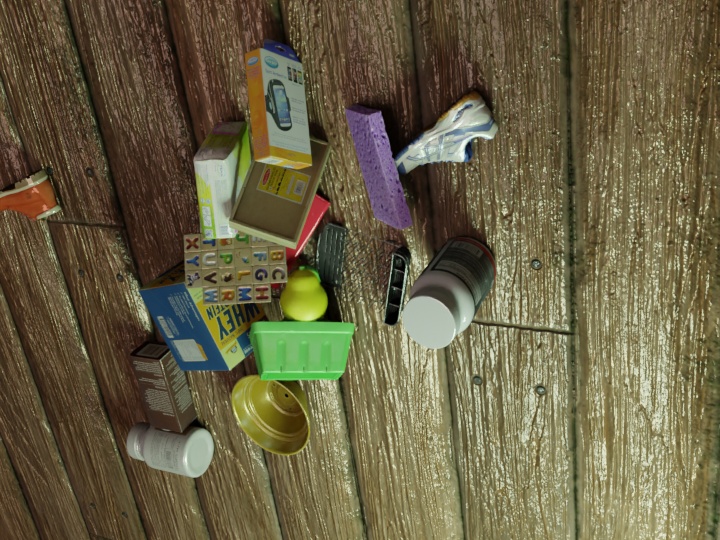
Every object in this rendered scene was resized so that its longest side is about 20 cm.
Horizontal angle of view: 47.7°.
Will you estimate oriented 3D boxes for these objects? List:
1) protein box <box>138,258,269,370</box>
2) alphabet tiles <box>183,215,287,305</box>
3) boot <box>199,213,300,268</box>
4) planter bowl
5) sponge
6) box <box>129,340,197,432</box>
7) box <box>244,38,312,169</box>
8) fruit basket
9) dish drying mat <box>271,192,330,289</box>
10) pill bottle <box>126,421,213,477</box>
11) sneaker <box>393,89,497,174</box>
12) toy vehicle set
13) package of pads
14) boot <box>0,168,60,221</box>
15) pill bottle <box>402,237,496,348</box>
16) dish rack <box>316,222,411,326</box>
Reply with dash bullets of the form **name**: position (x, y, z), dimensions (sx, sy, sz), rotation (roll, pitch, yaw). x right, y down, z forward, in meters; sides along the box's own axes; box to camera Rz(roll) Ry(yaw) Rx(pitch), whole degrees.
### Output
- **protein box**: position (-0.315, 0.084, 1.665), dimensions (0.197, 0.134, 0.202), rotation (-8, 113, 48)
- **alphabet tiles**: position (-0.233, -0.023, 1.517), dimensions (0.194, 0.006, 0.171), rotation (-4, 85, 6)
- **boot**: position (-0.217, -0.059, 1.599), dimensions (0.196, 0.071, 0.147), rotation (0, 116, 25)
- **planter bowl**: position (-0.177, 0.290, 1.761), dimensions (0.196, 0.084, 0.205), rotation (13, 122, 22)
- **sponge**: position (0.029, -0.176, 1.380), dimensions (0.111, 0.029, 0.204), rotation (34, 143, 64)
- **box**: position (-0.463, 0.274, 1.922), dimensions (0.098, 0.075, 0.205), rotation (5, 117, 26)
- **box**: position (-0.137, -0.279, 1.365), dimensions (0.041, 0.118, 0.206), rotation (-11, 83, 31)
- **fruit basket**: position (-0.113, 0.101, 1.566), dimensions (0.215, 0.216, 0.156), rotation (40, 161, 3)
- **dish drying mat**: position (-0.138, -0.065, 1.534), dimensions (0.076, 0.018, 0.202), rotation (31, 104, -7)
- **pill bottle**: position (-0.465, 0.427, 1.980), dimensions (0.195, 0.114, 0.117), rotation (4, 119, 27)
- **sneaker**: position (0.134, -0.199, 1.321), dimensions (0.089, 0.075, 0.199), rotation (49, 131, -8)
- **toy vehicle set**: position (-0.138, -0.149, 1.417), dimensions (0.121, 0.204, 0.027), rotation (18, 159, 1)
- **package of pads**: position (-0.241, -0.171, 1.468), dimensions (0.066, 0.201, 0.158), rotation (0, 119, 4)
- **boot**: position (-0.768, -0.151, 1.860), dimensions (0.196, 0.075, 0.109), rotation (-13, 115, 33)
- **pill bottle**: position (0.148, 0.037, 1.362), dimensions (0.113, 0.200, 0.118), rotation (13, 123, 22)
- **dish rack**: position (0.000, 0.000, 1.519), dimensions (0.196, 0.055, 0.157), rotation (20, 123, 19)
